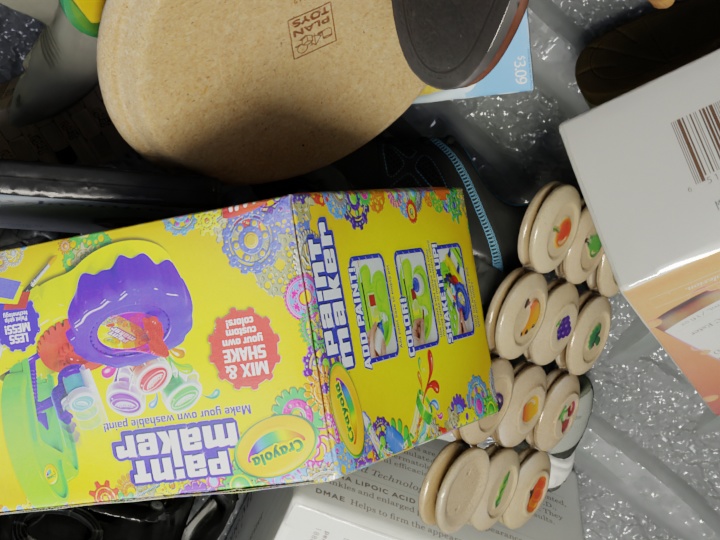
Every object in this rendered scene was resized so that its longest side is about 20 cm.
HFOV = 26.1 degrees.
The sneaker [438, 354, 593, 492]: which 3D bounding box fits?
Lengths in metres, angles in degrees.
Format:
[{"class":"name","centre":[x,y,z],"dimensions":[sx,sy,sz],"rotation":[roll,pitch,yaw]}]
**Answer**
[{"class":"sneaker","centre":[0.052,0.067,0.959],"dimensions":[0.200,0.074,0.079],"rotation":[19,110,-16]}]

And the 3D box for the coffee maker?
[{"class":"coffee maker","centre":[-0.183,0.189,0.962],"dimensions":[0.135,0.192,0.200],"rotation":[27,119,18]}]

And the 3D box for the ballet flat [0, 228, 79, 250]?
[{"class":"ballet flat","centre":[-0.242,0.019,0.941],"dimensions":[0.066,0.057,0.200],"rotation":[36,115,-17]}]

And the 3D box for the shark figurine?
[{"class":"shark figurine","centre":[-0.130,-0.134,0.741],"dimensions":[0.128,0.090,0.215],"rotation":[-32,160,-9]}]

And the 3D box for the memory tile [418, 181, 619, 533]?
[{"class":"memory tile","centre":[0.100,0.053,0.875],"dimensions":[0.017,0.153,0.200],"rotation":[22,92,30]}]

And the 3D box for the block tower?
[{"class":"block tower","centre":[-0.173,-0.085,0.881],"dimensions":[0.200,0.054,0.058],"rotation":[-23,116,14]}]

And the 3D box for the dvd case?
[{"class":"dvd case","centre":[-0.152,-0.035,0.785],"dimensions":[0.142,0.200,0.018],"rotation":[4,86,-12]}]

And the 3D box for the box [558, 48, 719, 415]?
[{"class":"box","centre":[0.217,-0.024,0.824],"dimensions":[0.152,0.107,0.200],"rotation":[-25,148,15]}]

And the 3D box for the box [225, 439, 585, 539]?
[{"class":"box","centre":[0.017,0.208,1.000],"dimensions":[0.200,0.131,0.199],"rotation":[20,119,-9]}]

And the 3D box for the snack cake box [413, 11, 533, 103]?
[{"class":"snack cake box","centre":[0.026,-0.190,0.806],"dimensions":[0.115,0.067,0.200],"rotation":[-6,120,6]}]

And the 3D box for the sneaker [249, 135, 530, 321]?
[{"class":"sneaker","centre":[0.013,-0.046,0.869],"dimensions":[0.200,0.082,0.073],"rotation":[35,158,-7]}]

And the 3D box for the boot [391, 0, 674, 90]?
[{"class":"boot","centre":[0.096,-0.159,0.730],"dimensions":[0.068,0.200,0.189],"rotation":[1,83,32]}]

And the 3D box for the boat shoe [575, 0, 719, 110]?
[{"class":"boat shoe","centre":[0.219,-0.120,0.845],"dimensions":[0.200,0.074,0.066],"rotation":[-17,135,11]}]

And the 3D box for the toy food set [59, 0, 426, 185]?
[{"class":"toy food set","centre":[-0.032,-0.124,0.715],"dimensions":[0.200,0.049,0.198],"rotation":[-35,143,-1]}]

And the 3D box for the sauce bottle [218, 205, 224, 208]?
[{"class":"sauce bottle","centre":[0.000,0.000,0.919],"dimensions":[0.200,0.066,0.066],"rotation":[9,120,-3]}]

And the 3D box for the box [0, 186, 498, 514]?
[{"class":"box","centre":[-0.065,0.036,0.751],"dimensions":[0.200,0.193,0.122],"rotation":[-9,90,25]}]
